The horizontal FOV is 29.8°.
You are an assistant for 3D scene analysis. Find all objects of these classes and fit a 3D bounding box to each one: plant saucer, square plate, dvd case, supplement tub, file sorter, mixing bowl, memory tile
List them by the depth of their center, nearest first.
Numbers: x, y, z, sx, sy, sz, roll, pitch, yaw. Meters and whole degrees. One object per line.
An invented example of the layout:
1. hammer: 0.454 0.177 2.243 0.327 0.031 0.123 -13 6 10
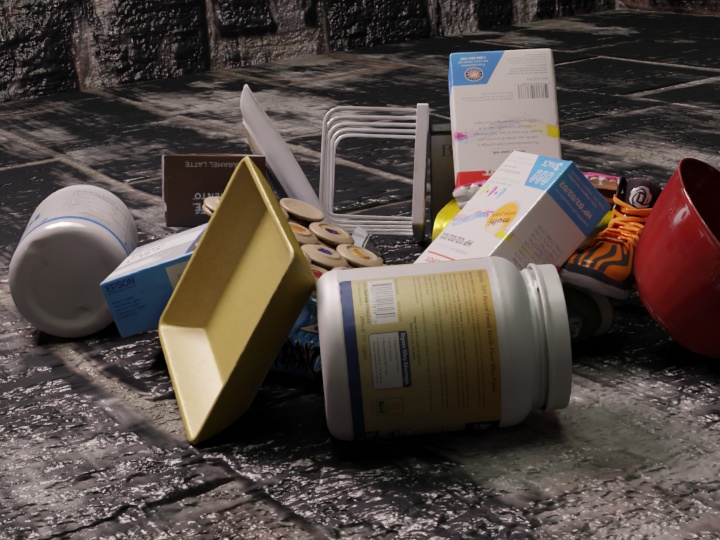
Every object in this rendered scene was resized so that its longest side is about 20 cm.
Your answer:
1. supplement tub: 0.067 0.063 1.127 0.199 0.145 0.144 -5 16 -1
2. plant saucer: -0.106 0.027 1.204 0.048 0.200 0.200 18 22 -26
3. mixing bowl: 0.322 0.006 1.236 0.108 0.200 0.200 -44 -2 27
4. memory tile: -0.051 -0.024 1.329 0.153 0.017 0.200 3 26 -45
5. supplement tub: -0.317 -0.014 1.517 0.132 0.132 0.200 -6 16 -6
6. square plate: -0.084 -0.102 1.568 0.028 0.198 0.200 -30 -8 -5
7. dvd case: 0.155 -0.104 1.619 0.142 0.200 0.018 -3 51 1
8. file sorter: 0.019 -0.115 1.625 0.124 0.139 0.200 2 -4 3

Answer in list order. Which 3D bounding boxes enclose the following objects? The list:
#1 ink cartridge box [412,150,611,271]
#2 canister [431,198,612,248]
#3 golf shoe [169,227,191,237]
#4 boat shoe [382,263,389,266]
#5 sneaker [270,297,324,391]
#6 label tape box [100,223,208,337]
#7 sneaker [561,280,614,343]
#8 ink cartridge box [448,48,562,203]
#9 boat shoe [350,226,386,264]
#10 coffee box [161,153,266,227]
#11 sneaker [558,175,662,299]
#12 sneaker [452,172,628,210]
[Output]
1. ink cartridge box: 0.128 -0.016 1.289 0.200 0.068 0.115 -49 23 -9
2. canister: 0.197 -0.033 1.522 0.200 0.087 0.149 4 19 21
3. golf shoe: -0.176 -0.005 1.558 0.200 0.075 0.092 -2 35 42
4. boat shoe: -0.051 0.048 1.355 0.200 0.076 0.074 -15 23 -8
5. sneaker: -0.038 0.069 1.258 0.200 0.079 0.090 0 20 17
6. label tape box: -0.169 -0.010 1.401 0.143 0.066 0.200 -19 16 12
7. sneaker: 0.143 0.032 1.341 0.200 0.067 0.090 13 18 37
8. ink cartridge box: 0.160 -0.138 1.495 0.116 0.200 0.067 -2 -13 1
9. boat shoe: 0.000 0.000 1.521 0.057 0.069 0.200 31 10 -3
10. coffee box: -0.170 -0.094 1.548 0.114 0.080 0.200 -1 5 -8
11. sneaker: 0.250 -0.037 1.321 0.077 0.112 0.200 21 12 19
12. sneaker: 0.197 -0.055 1.409 0.199 0.088 0.074 -5 7 -6
